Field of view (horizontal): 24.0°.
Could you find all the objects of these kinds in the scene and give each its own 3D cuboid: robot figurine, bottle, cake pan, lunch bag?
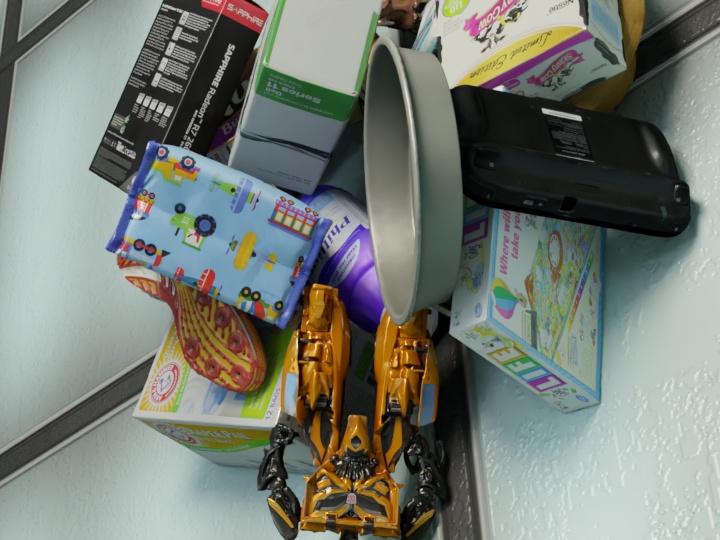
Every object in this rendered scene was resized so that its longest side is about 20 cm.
[{"bbox_3d":[-0.004,0.115,1.270,0.143,0.058,0.203,3,77,1],"label":"robot figurine"},{"bbox_3d":[0.000,0.000,1.420,0.084,0.065,0.200,-56,36,10],"label":"bottle"},{"bbox_3d":[0.036,-0.063,1.184,0.200,0.036,0.203,176,90,-81],"label":"cake pan"},{"bbox_3d":[-0.109,-0.044,1.350,0.200,0.149,0.095,-101,35,-79],"label":"lunch bag"}]

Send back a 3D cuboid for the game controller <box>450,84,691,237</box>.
[{"bbox_3d":[0.147,-0.079,1.208,0.042,0.198,0.105,-60,33,37],"label":"game controller"}]

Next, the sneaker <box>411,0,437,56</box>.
[{"bbox_3d":[0.093,-0.241,1.493,0.201,0.077,0.086,-60,28,-9],"label":"sneaker"}]

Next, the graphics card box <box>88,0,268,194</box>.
[{"bbox_3d":[-0.165,-0.159,1.522,0.125,0.051,0.202,26,91,55],"label":"graphics card box"}]

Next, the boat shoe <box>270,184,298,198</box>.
[{"bbox_3d":[-0.093,-0.064,1.572,0.063,0.070,0.202,-23,46,38],"label":"boat shoe"}]

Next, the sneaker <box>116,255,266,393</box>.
[{"bbox_3d":[-0.122,0.023,1.373,0.200,0.077,0.073,51,121,37],"label":"sneaker"}]

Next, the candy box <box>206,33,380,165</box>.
[{"bbox_3d":[-0.070,-0.162,1.570,0.198,0.057,0.117,-28,41,-4],"label":"candy box"}]

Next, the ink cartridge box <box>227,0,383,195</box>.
[{"bbox_3d":[-0.043,-0.172,1.398,0.200,0.082,0.148,120,164,-65],"label":"ink cartridge box"}]

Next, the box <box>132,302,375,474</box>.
[{"bbox_3d":[-0.081,0.098,1.408,0.199,0.101,0.114,-1,62,48],"label":"box"}]

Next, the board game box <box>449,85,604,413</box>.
[{"bbox_3d":[0.126,-0.016,1.233,0.034,0.134,0.202,-21,48,37],"label":"board game box"}]

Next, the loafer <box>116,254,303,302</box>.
[{"bbox_3d":[-0.133,0.016,1.485,0.198,0.063,0.072,10,37,36],"label":"loafer"}]

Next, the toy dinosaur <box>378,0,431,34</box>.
[{"bbox_3d":[0.062,-0.292,1.561,0.200,0.086,0.136,-44,38,6],"label":"toy dinosaur"}]

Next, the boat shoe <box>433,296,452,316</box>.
[{"bbox_3d":[0.068,-0.029,1.349,0.202,0.073,0.064,-117,28,-52],"label":"boat shoe"}]

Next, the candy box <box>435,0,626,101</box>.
[{"bbox_3d":[0.126,-0.218,1.309,0.136,0.061,0.202,-25,50,31],"label":"candy box"}]

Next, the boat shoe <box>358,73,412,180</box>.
[{"bbox_3d":[0.037,-0.111,1.360,0.200,0.074,0.063,-118,37,-61],"label":"boat shoe"}]

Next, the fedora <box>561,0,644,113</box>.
[{"bbox_3d":[0.158,-0.172,1.359,0.199,0.082,0.203,-24,50,32],"label":"fedora"}]
